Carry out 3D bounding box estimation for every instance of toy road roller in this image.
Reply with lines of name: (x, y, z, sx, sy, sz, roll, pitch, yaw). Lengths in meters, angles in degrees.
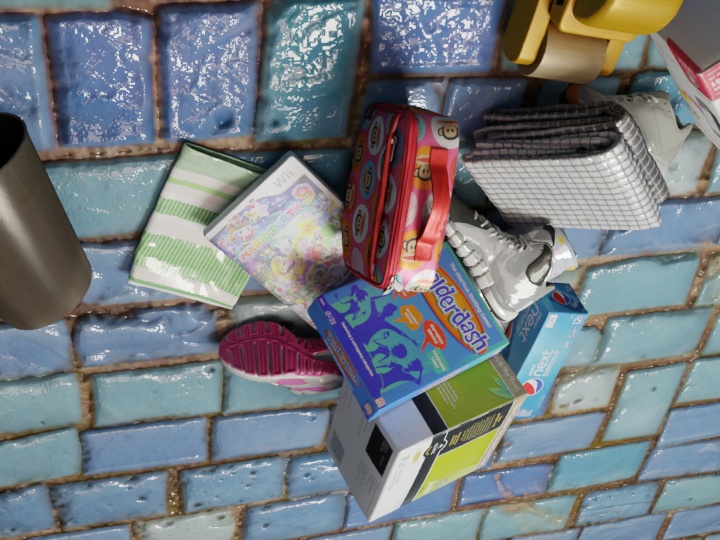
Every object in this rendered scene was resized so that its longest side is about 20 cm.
toy road roller: (0.247, -0.273, 0.970, 0.122, 0.146, 0.201, 3, 128, -20)

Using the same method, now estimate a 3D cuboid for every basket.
basket: (-0.378, -0.041, 0.980, 0.179, 0.136, 0.200, -20, 136, 5)

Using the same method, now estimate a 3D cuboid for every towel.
towel: (0.240, -0.119, 1.090, 0.199, 0.086, 0.166, 2, 153, 37)
towel: (-0.177, -0.045, 1.110, 0.152, 0.023, 0.201, 16, 123, -28)

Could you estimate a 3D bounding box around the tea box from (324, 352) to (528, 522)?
tea box: (0.079, 0.192, 1.205, 0.196, 0.134, 0.201, -18, 148, -26)

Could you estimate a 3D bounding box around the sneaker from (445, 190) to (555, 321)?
sneaker: (0.172, -0.044, 1.134, 0.115, 0.075, 0.201, -29, 108, 14)

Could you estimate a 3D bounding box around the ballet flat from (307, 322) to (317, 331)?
ballet flat: (0.000, 0.000, 1.199, 0.066, 0.057, 0.200, 43, 104, -13)

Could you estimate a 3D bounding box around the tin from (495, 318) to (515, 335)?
tin: (0.176, 0.088, 1.329, 0.199, 0.042, 0.112, -28, 128, 7)

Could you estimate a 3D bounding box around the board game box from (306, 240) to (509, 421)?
board game box: (0.059, 0.068, 1.121, 0.199, 0.153, 0.045, -24, 164, -28)

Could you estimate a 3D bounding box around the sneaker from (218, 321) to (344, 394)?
sneaker: (-0.091, 0.127, 1.244, 0.199, 0.082, 0.088, 9, 148, -8)

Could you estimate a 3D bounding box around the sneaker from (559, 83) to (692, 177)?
sneaker: (0.322, -0.190, 1.126, 0.199, 0.076, 0.092, 25, 105, -37)

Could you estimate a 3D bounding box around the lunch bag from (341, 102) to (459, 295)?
lunch bag: (0.047, -0.078, 1.021, 0.081, 0.176, 0.201, 4, 102, -22)

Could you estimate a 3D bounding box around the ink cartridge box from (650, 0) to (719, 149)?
ink cartridge box: (0.421, -0.218, 1.072, 0.085, 0.148, 0.200, -34, 130, 13)

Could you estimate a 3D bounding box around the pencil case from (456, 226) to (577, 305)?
pencil case: (0.184, 0.003, 1.226, 0.199, 0.083, 0.091, -29, 114, 6)

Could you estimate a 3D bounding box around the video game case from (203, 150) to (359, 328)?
video game case: (-0.068, -0.031, 1.117, 0.143, 0.018, 0.200, -40, 122, 12)

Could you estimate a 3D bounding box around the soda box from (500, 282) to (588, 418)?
soda box: (0.239, 0.113, 1.300, 0.064, 0.068, 0.201, 5, 127, -21)
